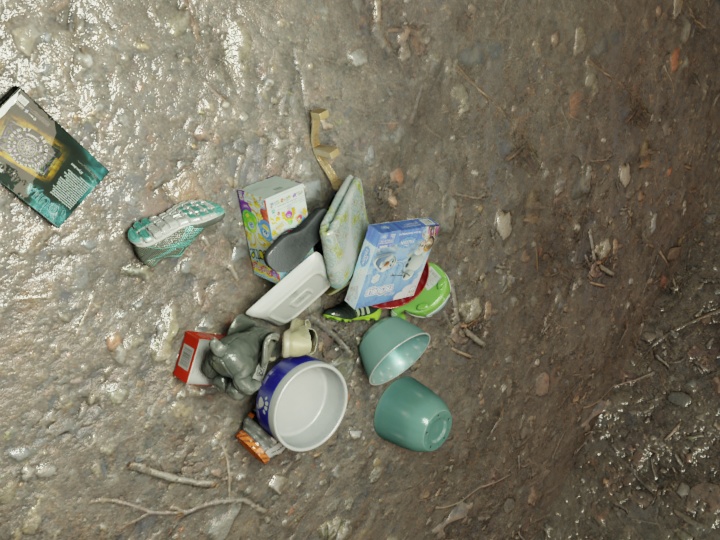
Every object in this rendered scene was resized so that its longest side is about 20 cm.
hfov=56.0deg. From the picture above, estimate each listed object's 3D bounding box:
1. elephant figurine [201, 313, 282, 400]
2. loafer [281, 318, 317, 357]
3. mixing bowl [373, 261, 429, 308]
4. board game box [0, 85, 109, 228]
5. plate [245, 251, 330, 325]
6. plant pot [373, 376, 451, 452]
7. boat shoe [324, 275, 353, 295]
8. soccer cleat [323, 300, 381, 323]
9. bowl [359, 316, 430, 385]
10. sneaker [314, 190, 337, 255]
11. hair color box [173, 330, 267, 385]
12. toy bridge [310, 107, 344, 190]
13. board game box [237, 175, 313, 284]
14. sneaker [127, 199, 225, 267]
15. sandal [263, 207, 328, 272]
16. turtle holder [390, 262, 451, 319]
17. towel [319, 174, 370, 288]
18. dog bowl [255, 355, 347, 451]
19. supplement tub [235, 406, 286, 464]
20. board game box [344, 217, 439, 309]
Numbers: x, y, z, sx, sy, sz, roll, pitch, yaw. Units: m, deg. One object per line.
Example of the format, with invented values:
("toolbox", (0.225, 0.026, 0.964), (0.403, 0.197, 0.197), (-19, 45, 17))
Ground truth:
("elephant figurine", (-0.228, 0.159, 1.412), (0.142, 0.155, 0.200), (48, 51, -6))
("loafer", (-0.129, 0.155, 1.498), (0.200, 0.068, 0.076), (-66, 162, -81))
("mixing bowl", (0.064, -0.017, 1.689), (0.200, 0.108, 0.201), (-4, 121, -6))
("board game box", (-0.532, -0.182, 1.114), (0.135, 0.028, 0.200), (-53, 135, -16))
("plate", (-0.138, 0.052, 1.489), (0.199, 0.032, 0.200), (-41, 163, 2))
("plant pot", (0.164, 0.429, 1.951), (0.200, 0.161, 0.201), (-18, 118, -39))
("boat shoe", (0.000, -0.001, 1.586), (0.201, 0.072, 0.066), (-41, 130, 17))
("soccer cleat", (-0.021, 0.091, 1.714), (0.200, 0.067, 0.081), (1, 92, -50))
("bowl", (0.074, 0.198, 1.784), (0.201, 0.105, 0.201), (-32, 153, -18))
("sneaker", (-0.067, -0.094, 1.583), (0.078, 0.070, 0.201), (-8, 112, -51))
("hair color box", (-0.296, 0.196, 1.473), (0.200, 0.061, 0.102), (15, 93, -46))
("toy bridge", (-0.077, -0.266, 1.508), (0.027, 0.067, 0.200), (-38, 130, -28))
("board game box", (-0.178, -0.086, 1.451), (0.105, 0.103, 0.200), (-28, 124, -36))
("sneaker", (-0.354, -0.073, 1.318), (0.200, 0.078, 0.091), (-26, 138, -32))
("sandal", (-0.133, -0.061, 1.404), (0.200, 0.043, 0.076), (-42, 133, -41))
("turtle holder", (0.167, 0.075, 1.836), (0.186, 0.141, 0.132), (-67, 154, -12))
("towel", (-0.035, -0.086, 1.480), (0.171, 0.048, 0.200), (77, 27, -45))
("dog bowl", (-0.128, 0.291, 1.497), (0.200, 0.079, 0.201), (-12, 110, -38))
("supplement tub", (-0.190, 0.348, 1.594), (0.200, 0.122, 0.123), (-47, 133, -22))
("board game box", (0.074, -0.018, 1.543), (0.200, 0.043, 0.199), (-11, 130, -43))
